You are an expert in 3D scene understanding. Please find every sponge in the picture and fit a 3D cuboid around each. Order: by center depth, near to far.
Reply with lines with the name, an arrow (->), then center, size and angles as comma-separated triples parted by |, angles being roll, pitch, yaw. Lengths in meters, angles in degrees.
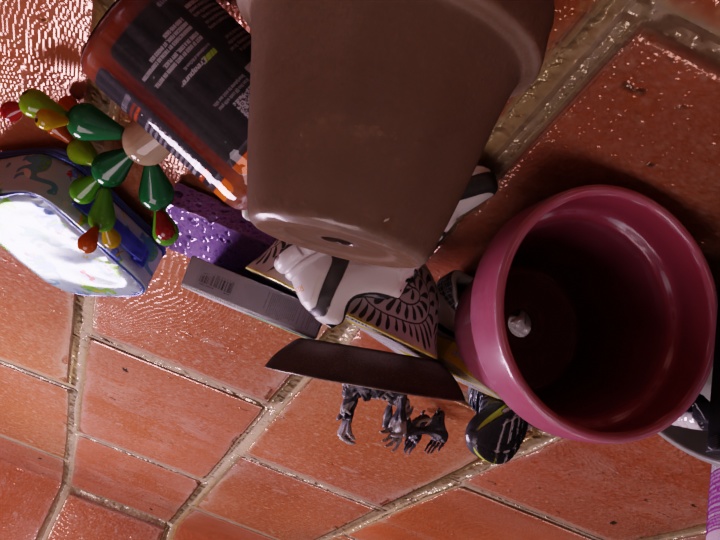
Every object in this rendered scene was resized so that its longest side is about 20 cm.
sponge -> -0.120, -0.023, 0.927 | 0.199, 0.030, 0.112 | 22, 152, -9

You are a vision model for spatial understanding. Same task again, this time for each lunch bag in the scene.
lunch bag -> -0.325, -0.049, 0.944 | 0.160, 0.083, 0.200 | -2, 145, 33

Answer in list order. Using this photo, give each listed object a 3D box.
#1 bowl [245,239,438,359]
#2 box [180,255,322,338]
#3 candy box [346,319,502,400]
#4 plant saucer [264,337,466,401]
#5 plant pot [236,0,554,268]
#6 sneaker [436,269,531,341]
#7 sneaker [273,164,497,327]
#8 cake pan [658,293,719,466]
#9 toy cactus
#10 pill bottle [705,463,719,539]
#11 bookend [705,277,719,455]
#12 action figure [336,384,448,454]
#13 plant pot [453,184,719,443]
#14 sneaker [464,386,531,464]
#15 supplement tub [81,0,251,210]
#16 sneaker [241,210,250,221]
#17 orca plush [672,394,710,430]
bowl -> 0.000, 0.000, 0.803 | 0.200, 0.095, 0.201 | 25, 176, 2
box -> -0.110, 0.035, 0.915 | 0.144, 0.036, 0.200 | 22, 175, -1
candy box -> 0.072, 0.088, 0.931 | 0.102, 0.026, 0.200 | 38, 169, -29
plant saucer -> 0.007, 0.095, 0.829 | 0.199, 0.037, 0.200 | 9, 175, 1
plant pot -> 0.005, -0.099, 0.523 | 0.199, 0.175, 0.200 | 13, 173, 2
sneaker -> 0.164, 0.061, 0.866 | 0.199, 0.077, 0.081 | 20, 145, -4
sneaker -> 0.031, -0.022, 0.698 | 0.080, 0.199, 0.074 | 61, 170, 4
cake pan -> 0.312, 0.094, 0.783 | 0.200, 0.037, 0.201 | 40, 151, 28
toy cactus -> -0.229, -0.104, 0.791 | 0.165, 0.102, 0.200 | -26, 110, 31
pill bottle -> 0.404, 0.200, 0.830 | 0.112, 0.201, 0.112 | 14, 151, 8
bookend -> 0.372, 0.082, 0.651 | 0.198, 0.201, 0.092 | 32, 148, -22
action figure -> 0.028, 0.193, 1.137 | 0.200, 0.102, 0.119 | 36, 158, -32
plant pot -> 0.171, 0.044, 0.730 | 0.199, 0.201, 0.179 | 24, 166, -10
sneaker -> 0.151, 0.153, 0.943 | 0.081, 0.074, 0.200 | 18, -164, 24
supplement tub -> -0.099, -0.119, 0.627 | 0.200, 0.107, 0.107 | 43, 146, -9
sneaker -> -0.019, -0.076, 0.715 | 0.199, 0.080, 0.078 | -1, 166, 34
orca plush -> 0.249, 0.101, 0.777 | 0.105, 0.072, 0.200 | 2, 177, -14
